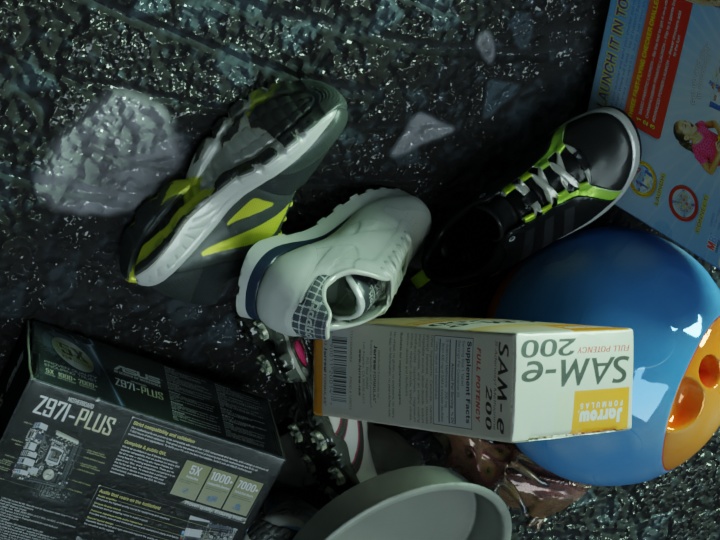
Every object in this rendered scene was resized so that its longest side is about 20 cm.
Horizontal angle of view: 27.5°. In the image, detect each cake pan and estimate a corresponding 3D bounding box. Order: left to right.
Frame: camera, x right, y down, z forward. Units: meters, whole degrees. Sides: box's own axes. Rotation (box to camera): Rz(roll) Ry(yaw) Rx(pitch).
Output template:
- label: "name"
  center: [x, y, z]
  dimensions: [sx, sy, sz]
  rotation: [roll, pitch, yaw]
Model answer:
- label: "cake pan"
  center: [0.021, 0.223, 1.127]
  dimensions: [0.199, 0.037, 0.201]
  rotation: [-18, 136, -18]

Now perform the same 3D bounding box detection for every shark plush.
- label: "shark plush"
  center: [-0.040, 0.170, 1.204]
  dimensions: [0.199, 0.091, 0.083]
  rotation: [-14, 158, -22]

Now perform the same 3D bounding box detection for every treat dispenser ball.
- label: "treat dispenser ball"
  center: [0.193, 0.066, 1.149]
  dimensions: [0.200, 0.201, 0.202]
  rotation: [-12, 126, -17]

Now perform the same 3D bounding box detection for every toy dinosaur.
- label: "toy dinosaur"
  center: [0.136, 0.172, 1.226]
  dimensions: [0.199, 0.086, 0.135]
  rotation: [5, 161, -25]

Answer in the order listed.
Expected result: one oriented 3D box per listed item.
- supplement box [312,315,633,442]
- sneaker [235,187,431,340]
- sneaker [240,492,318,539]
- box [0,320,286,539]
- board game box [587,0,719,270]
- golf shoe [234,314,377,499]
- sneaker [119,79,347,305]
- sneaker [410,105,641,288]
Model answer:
- label: "supplement box"
  center: [0.076, 0.071, 1.036]
  dimensions: [0.126, 0.199, 0.074]
  rotation: [0, 91, -43]
- label: "sneaker"
  center: [0.000, 0.000, 1.053]
  dimensions: [0.200, 0.080, 0.077]
  rotation: [-32, 132, -46]
- label: "sneaker"
  center: [-0.062, 0.216, 1.182]
  dimensions: [0.075, 0.087, 0.200]
  rotation: [-30, 156, 1]
- label: "box"
  center: [-0.182, 0.152, 1.087]
  dimensions: [0.199, 0.086, 0.164]
  rotation: [20, 111, -22]
- label: "board game box"
  center: [0.257, -0.115, 1.055]
  dimensions: [0.056, 0.196, 0.201]
  rotation: [-18, 130, -35]
- label: "golf shoe"
  center: [-0.016, 0.095, 1.125]
  dimensions: [0.088, 0.077, 0.201]
  rotation: [-29, 108, -24]
- label: "sneaker"
  center: [-0.079, -0.053, 1.036]
  dimensions: [0.200, 0.075, 0.085]
  rotation: [-39, 135, 16]
- label: "sneaker"
  center: [0.123, -0.043, 1.088]
  dimensions: [0.200, 0.083, 0.072]
  rotation: [-39, 87, 20]
